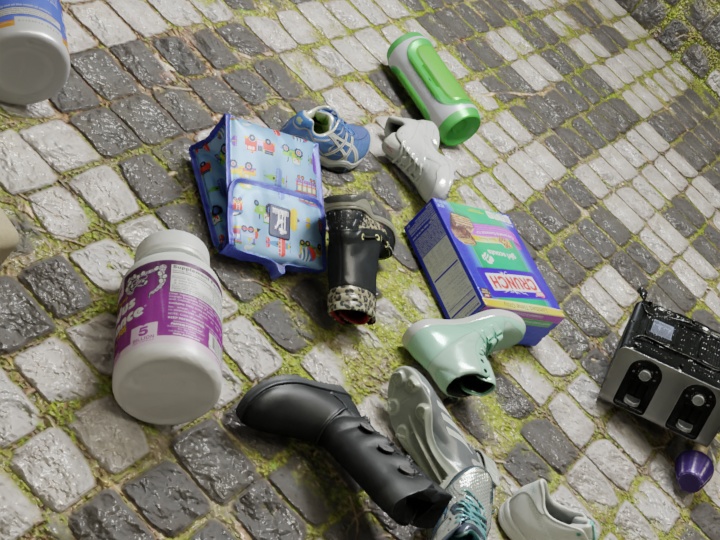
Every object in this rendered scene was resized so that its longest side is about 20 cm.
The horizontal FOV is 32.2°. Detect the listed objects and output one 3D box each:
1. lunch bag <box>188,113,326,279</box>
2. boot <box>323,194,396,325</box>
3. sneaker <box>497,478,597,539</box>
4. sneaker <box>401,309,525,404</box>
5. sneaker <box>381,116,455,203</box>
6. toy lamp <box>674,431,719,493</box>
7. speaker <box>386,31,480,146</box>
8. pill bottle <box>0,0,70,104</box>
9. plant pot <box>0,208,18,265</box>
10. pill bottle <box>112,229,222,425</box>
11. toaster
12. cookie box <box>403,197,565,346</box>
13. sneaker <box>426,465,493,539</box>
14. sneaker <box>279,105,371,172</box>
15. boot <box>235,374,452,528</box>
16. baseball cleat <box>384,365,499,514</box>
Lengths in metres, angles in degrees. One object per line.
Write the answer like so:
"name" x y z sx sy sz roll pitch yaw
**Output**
"lunch bag" -0.124 -0.077 1.585 0.150 0.094 0.201 14 53 -38
"boot" -0.002 0.000 1.613 0.204 0.073 0.155 45 42 -68
"sneaker" 0.256 0.333 1.469 0.200 0.089 0.075 45 31 5
"sneaker" 0.158 0.118 1.634 0.200 0.074 0.118 -5 47 -37
"sneaker" 0.079 -0.167 1.908 0.099 0.078 0.200 14 32 -26
"toy lamp" 0.499 0.263 1.838 0.058 0.058 0.200 42 30 2
"speaker" 0.122 -0.305 2.095 0.088 0.089 0.200 0 50 -46
"pill bottle" -0.415 -0.305 1.507 0.112 0.112 0.201 16 41 -34
"plant pot" -0.431 -0.032 1.107 0.200 0.200 0.177 51 22 15
"pill bottle" -0.200 0.053 1.305 0.112 0.112 0.201 23 36 -25
"toaster" 0.458 0.144 1.834 0.180 0.119 0.200 25 31 9
"cookie box" 0.177 0.003 1.791 0.171 0.075 0.201 9 45 -41
"sneaker" 0.111 0.286 1.338 0.077 0.086 0.200 37 47 -7
"sneaker" -0.042 -0.192 1.795 0.076 0.077 0.200 51 32 18
"boot" -0.018 0.196 1.321 0.164 0.066 0.200 3 33 -45
"baseball cleat" 0.099 0.207 1.488 0.106 0.070 0.201 6 56 -51
